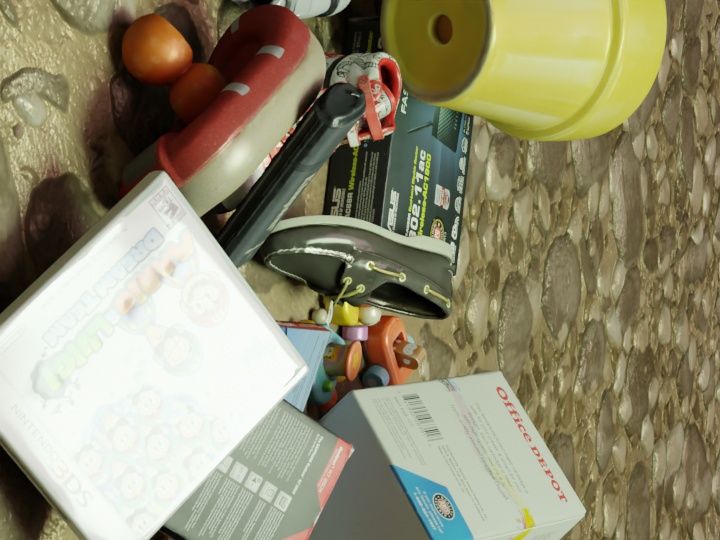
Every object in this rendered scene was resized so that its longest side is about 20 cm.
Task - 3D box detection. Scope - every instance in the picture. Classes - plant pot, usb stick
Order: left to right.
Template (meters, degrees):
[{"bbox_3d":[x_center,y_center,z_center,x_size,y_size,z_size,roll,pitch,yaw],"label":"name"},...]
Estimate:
[{"bbox_3d":[-0.057,-0.066,1.457,0.033,0.200,0.055,41,42,0],"label":"usb stick"},{"bbox_3d":[0.124,-0.206,1.647,0.188,0.200,0.203,-8,99,-45],"label":"plant pot"}]

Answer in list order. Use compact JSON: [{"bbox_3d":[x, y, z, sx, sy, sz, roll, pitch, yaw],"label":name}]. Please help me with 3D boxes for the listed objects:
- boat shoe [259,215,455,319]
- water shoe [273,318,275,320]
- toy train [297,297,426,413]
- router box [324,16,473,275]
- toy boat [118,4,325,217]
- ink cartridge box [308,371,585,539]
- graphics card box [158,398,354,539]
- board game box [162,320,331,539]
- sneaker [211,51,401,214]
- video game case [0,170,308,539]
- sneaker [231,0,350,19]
[{"bbox_3d":[0.000,0.000,1.607,0.200,0.071,0.061,9,66,-39],"label":"boat shoe"},{"bbox_3d":[-0.117,0.041,1.471,0.079,0.071,0.200,-48,147,-6],"label":"water shoe"},{"bbox_3d":[0.003,0.078,1.682,0.200,0.055,0.152,-46,130,-52],"label":"toy train"},{"bbox_3d":[0.038,-0.106,1.731,0.150,0.062,0.202,22,71,-58],"label":"router box"},{"bbox_3d":[-0.118,-0.131,1.415,0.131,0.130,0.200,47,45,-11],"label":"toy boat"},{"bbox_3d":[0.049,0.187,1.588,0.199,0.145,0.148,-2,55,-48],"label":"ink cartridge box"},{"bbox_3d":[-0.110,0.129,1.387,0.200,0.051,0.126,36,75,-33],"label":"graphics card box"},{"bbox_3d":[-0.088,0.134,1.480,0.103,0.019,0.202,7,105,-58],"label":"board game box"},{"bbox_3d":[-0.040,-0.114,1.542,0.202,0.107,0.068,-52,134,-47],"label":"sneaker"},{"bbox_3d":[-0.151,0.067,1.311,0.200,0.024,0.183,-46,115,-22],"label":"video game case"},{"bbox_3d":[-0.068,-0.282,1.519,0.115,0.075,0.202,-38,120,-51],"label":"sneaker"}]
